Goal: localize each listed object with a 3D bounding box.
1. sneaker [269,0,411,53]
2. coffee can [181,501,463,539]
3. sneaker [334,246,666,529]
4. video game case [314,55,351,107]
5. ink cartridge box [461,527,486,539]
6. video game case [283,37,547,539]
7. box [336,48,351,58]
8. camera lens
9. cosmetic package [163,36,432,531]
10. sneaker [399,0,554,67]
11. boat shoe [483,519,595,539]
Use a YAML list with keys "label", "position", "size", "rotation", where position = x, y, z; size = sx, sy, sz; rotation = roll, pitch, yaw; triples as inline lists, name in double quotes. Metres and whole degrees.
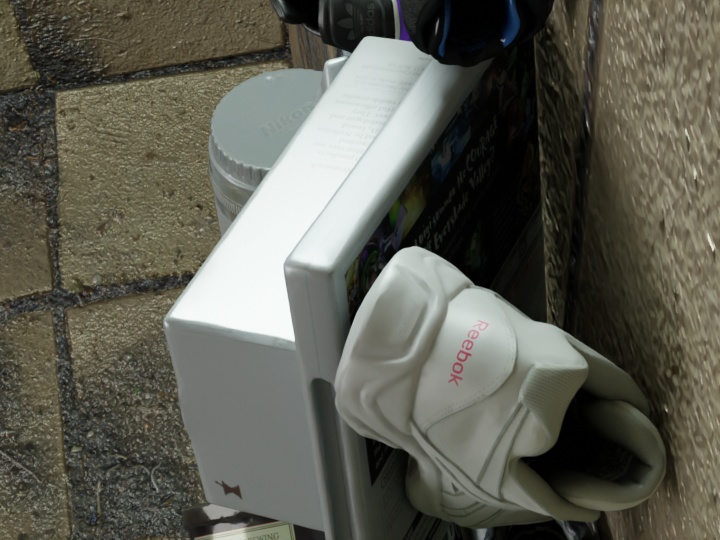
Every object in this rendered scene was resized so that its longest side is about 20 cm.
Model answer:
- label: "sneaker"
  position: [-0.002, -0.164, 0.934]
  size: [0.200, 0.099, 0.070]
  rotation: [-106, 10, -62]
- label: "coffee can"
  position: [-0.005, 0.210, 0.944]
  size: [0.146, 0.145, 0.202]
  rotation: [103, 157, -82]
- label: "sneaker"
  position: [0.064, 0.064, 0.645]
  size: [0.078, 0.099, 0.200]
  rotation: [-63, -26, -6]
- label: "video game case"
  position: [-0.002, -0.002, 0.970]
  size: [0.182, 0.023, 0.202]
  rotation: [160, 103, -86]
- label: "ink cartridge box"
  position: [0.085, 0.197, 0.969]
  size: [0.200, 0.043, 0.198]
  rotation: [-104, 4, -79]
- label: "video game case"
  position: [0.030, 0.014, 0.710]
  size: [0.200, 0.023, 0.183]
  rotation: [-55, -32, -45]
- label: "box"
  position: [0.018, -0.071, 1.372]
  size: [0.160, 0.043, 0.202]
  rotation: [93, 168, -75]
- label: "camera lens"
  position: [-0.060, -0.070, 1.735]
  size: [0.201, 0.159, 0.161]
  rotation: [84, 176, -45]
- label: "cosmetic package"
  position: [0.000, 0.000, 0.756]
  size: [0.200, 0.071, 0.102]
  rotation: [-58, -30, -42]
- label: "sneaker"
  position: [0.029, -0.129, 0.694]
  size: [0.200, 0.072, 0.113]
  rotation: [138, 126, -85]
- label: "boat shoe"
  position: [0.080, 0.191, 0.740]
  size: [0.091, 0.070, 0.201]
  rotation: [78, -178, -49]
